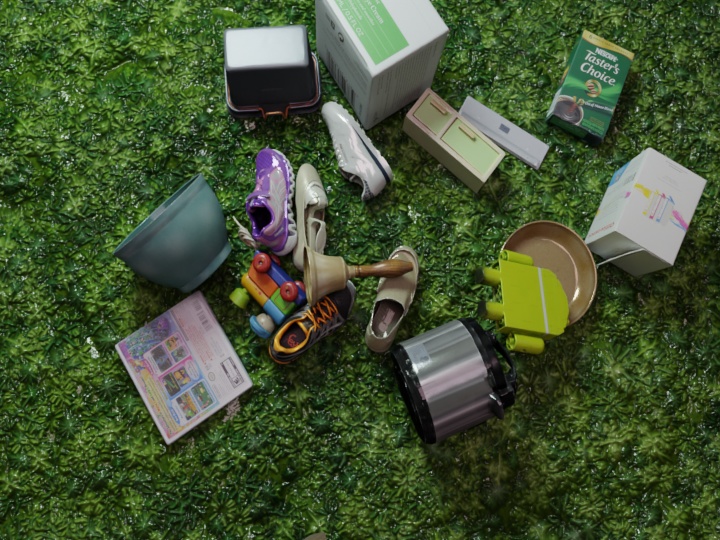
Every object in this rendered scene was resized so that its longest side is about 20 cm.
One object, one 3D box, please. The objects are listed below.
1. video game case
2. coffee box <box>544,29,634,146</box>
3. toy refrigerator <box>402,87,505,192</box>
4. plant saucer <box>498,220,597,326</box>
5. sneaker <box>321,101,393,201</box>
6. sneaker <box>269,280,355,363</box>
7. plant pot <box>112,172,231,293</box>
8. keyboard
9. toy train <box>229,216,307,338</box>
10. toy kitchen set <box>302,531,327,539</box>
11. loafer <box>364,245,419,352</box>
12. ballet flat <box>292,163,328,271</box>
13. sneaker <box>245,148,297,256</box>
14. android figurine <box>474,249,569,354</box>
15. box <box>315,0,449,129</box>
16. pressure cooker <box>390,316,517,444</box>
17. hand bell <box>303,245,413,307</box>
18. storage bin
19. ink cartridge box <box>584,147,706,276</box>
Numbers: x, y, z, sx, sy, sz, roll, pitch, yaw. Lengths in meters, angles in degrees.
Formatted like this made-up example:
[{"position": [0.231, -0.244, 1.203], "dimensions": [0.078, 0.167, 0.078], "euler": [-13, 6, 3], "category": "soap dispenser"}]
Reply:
[{"position": [-0.317, 0.172, 0.991], "dimensions": [0.179, 0.024, 0.204], "euler": [-32, 84, -8], "category": "video game case"}, {"position": [0.468, -0.373, 1.120], "dimensions": [0.120, 0.044, 0.205], "euler": [25, 80, 1], "category": "coffee box"}, {"position": [0.180, -0.253, 1.070], "dimensions": [0.199, 0.070, 0.076], "euler": [42, 81, 5], "category": "toy refrigerator"}, {"position": [0.352, 0.009, 1.051], "dimensions": [0.192, 0.035, 0.209], "euler": [0, 81, -3], "category": "plant saucer"}, {"position": [-0.021, -0.232, 1.056], "dimensions": [0.080, 0.076, 0.202], "euler": [-37, 83, 1], "category": "sneaker"}, {"position": [-0.083, 0.092, 0.991], "dimensions": [0.199, 0.077, 0.078], "euler": [-44, 83, -11], "category": "sneaker"}, {"position": [-0.309, -0.050, 0.959], "dimensions": [0.200, 0.199, 0.135], "euler": [-44, 112, -9], "category": "plant pot"}, {"position": [0.288, -0.280, 1.113], "dimensions": [0.196, 0.011, 0.057], "euler": [33, 75, 2], "category": "keyboard"}, {"position": [-0.199, 0.016, 1.001], "dimensions": [0.200, 0.085, 0.116], "euler": [44, 94, 5], "category": "toy train"}, {"position": [-0.154, 0.570, 0.907], "dimensions": [0.197, 0.178, 0.168], "euler": [-28, 76, 33], "category": "toy kitchen set"}, {"position": [0.063, 0.050, 1.010], "dimensions": [0.073, 0.068, 0.207], "euler": [17, 79, 0], "category": "loafer"}, {"position": [-0.087, -0.101, 1.027], "dimensions": [0.067, 0.069, 0.209], "euler": [2, 85, -3], "category": "ballet flat"}, {"position": [-0.170, -0.133, 1.004], "dimensions": [0.079, 0.087, 0.208], "euler": [-19, 72, 35], "category": "sneaker"}, {"position": [0.293, 0.054, 0.977], "dimensions": [0.193, 0.041, 0.189], "euler": [9, 65, -21], "category": "android figurine"}, {"position": [0.033, -0.425, 1.025], "dimensions": [0.168, 0.200, 0.203], "euler": [-31, 82, -10], "category": "box"}, {"position": [0.165, 0.180, 0.939], "dimensions": [0.194, 0.179, 0.181], "euler": [-21, 79, -6], "category": "pressure cooker"}, {"position": [0.000, 0.000, 0.970], "dimensions": [0.192, 0.104, 0.108], "euler": [-6, 80, -12], "category": "hand bell"}, {"position": [-0.172, -0.376, 1.038], "dimensions": [0.192, 0.135, 0.152], "euler": [-5, 80, -3], "category": "storage bin"}, {"position": [0.524, -0.093, 1.032], "dimensions": [0.122, 0.129, 0.205], "euler": [28, 80, 2], "category": "ink cartridge box"}]
